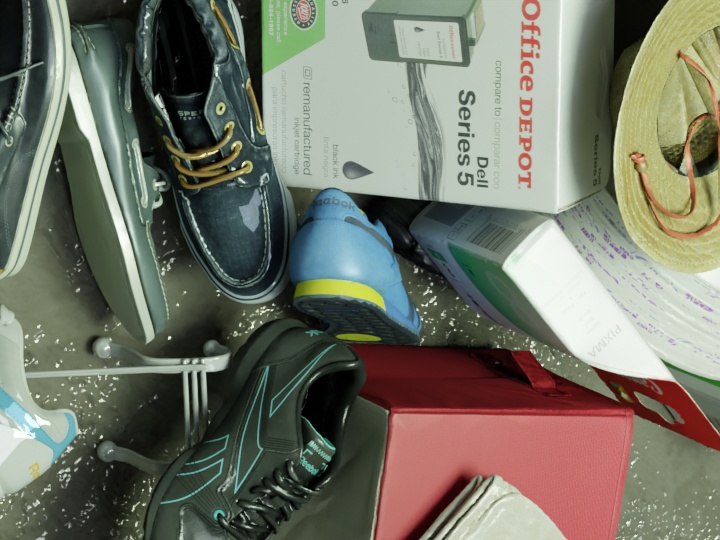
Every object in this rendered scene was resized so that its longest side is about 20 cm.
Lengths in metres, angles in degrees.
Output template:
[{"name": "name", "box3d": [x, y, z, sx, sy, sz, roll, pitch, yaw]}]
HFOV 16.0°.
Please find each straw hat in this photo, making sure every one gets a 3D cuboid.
[{"name": "straw hat", "box3d": [0.196, -0.106, 1.523, 0.201, 0.085, 0.202, -14, 115, -32]}]

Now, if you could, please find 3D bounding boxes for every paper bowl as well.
[{"name": "paper bowl", "box3d": [0.210, -0.035, 1.634, 0.200, 0.201, 0.104, 19, 124, -33]}]

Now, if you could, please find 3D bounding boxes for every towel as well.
[{"name": "towel", "box3d": [0.092, 0.224, 1.563, 0.133, 0.034, 0.200, -46, 120, -10]}]

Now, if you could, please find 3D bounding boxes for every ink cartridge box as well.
[{"name": "ink cartridge box", "box3d": [0.128, 0.043, 1.581, 0.050, 0.161, 0.200, -40, 109, -10]}, {"name": "ink cartridge box", "box3d": [0.046, -0.120, 1.547, 0.084, 0.199, 0.146, -26, 119, -61]}]

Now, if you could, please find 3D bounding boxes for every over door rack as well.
[{"name": "over door rack", "box3d": [-0.177, 0.121, 1.567, 0.199, 0.067, 0.148, -6, 104, -16]}]

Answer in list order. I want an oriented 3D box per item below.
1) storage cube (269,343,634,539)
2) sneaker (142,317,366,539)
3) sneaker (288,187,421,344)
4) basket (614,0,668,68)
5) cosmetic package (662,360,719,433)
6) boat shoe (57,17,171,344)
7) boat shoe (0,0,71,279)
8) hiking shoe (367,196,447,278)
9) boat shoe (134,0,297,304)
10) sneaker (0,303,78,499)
[{"name": "storage cube", "box3d": [0.044, 0.148, 1.636, 0.179, 0.171, 0.201, 2, 102, -29]}, {"name": "sneaker", "box3d": [-0.064, 0.121, 1.529, 0.075, 0.079, 0.200, 38, 72, -45]}, {"name": "sneaker", "box3d": [0.000, 0.000, 1.589, 0.066, 0.200, 0.079, -1, 77, 10]}, {"name": "basket", "box3d": [0.127, -0.218, 1.609, 0.200, 0.180, 0.136, 57, 44, -20]}, {"name": "cosmetic package", "box3d": [0.309, 0.037, 1.803, 0.200, 0.108, 0.085, -47, 120, -14]}, {"name": "boat shoe", "box3d": [-0.140, -0.055, 1.535, 0.062, 0.073, 0.201, -22, 106, -24]}, {"name": "boat shoe", "box3d": [-0.215, -0.091, 1.481, 0.062, 0.075, 0.201, 4, 105, -37]}, {"name": "hiking shoe", "box3d": [0.105, -0.023, 1.684, 0.200, 0.076, 0.101, 29, 90, -32]}, {"name": "boat shoe", "box3d": [-0.092, -0.074, 1.519, 0.071, 0.091, 0.201, -14, 93, 10]}, {"name": "sneaker", "box3d": [-0.243, 0.037, 1.471, 0.081, 0.077, 0.200, -35, 94, -14]}]
